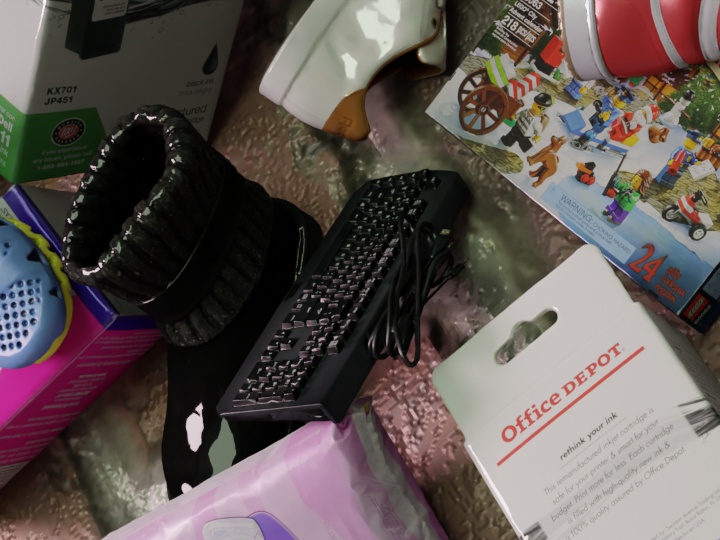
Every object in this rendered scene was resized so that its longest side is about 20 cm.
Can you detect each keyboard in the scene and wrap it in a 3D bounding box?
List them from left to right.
[{"bbox_3d":[0.000,0.000,1.006,0.104,0.040,0.200,-4,38,30],"label":"keyboard"}]

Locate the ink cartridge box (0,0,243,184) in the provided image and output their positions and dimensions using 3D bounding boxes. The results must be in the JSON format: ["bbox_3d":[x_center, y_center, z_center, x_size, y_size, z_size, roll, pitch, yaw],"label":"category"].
[{"bbox_3d":[-0.143,-0.162,1.103,0.083,0.146,0.201,41,128,34],"label":"ink cartridge box"}]

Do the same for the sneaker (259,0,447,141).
[{"bbox_3d":[0.029,-0.161,1.103,0.084,0.073,0.201,33,83,0],"label":"sneaker"}]

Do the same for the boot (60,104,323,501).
[{"bbox_3d":[-0.097,0.032,1.044,0.079,0.158,0.212,-3,71,28],"label":"boot"}]

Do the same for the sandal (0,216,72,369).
[{"bbox_3d":[-0.239,-0.022,1.048,0.200,0.087,0.080,42,100,14],"label":"sandal"}]

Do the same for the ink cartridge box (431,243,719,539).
[{"bbox_3d":[0.132,0.100,0.934,0.116,0.068,0.201,-40,58,15],"label":"ink cartridge box"}]

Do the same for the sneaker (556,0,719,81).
[{"bbox_3d":[0.153,-0.197,0.951,0.112,0.071,0.201,0,101,28],"label":"sneaker"}]

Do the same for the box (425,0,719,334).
[{"bbox_3d":[0.144,-0.080,1.006,0.200,0.038,0.137,41,98,35],"label":"box"}]

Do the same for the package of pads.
[{"bbox_3d":[-0.050,0.161,1.001,0.199,0.076,0.121,-30,90,20],"label":"package of pads"}]

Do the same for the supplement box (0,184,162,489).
[{"bbox_3d":[-0.220,0.055,1.136,0.200,0.103,0.101,-42,78,12],"label":"supplement box"}]
